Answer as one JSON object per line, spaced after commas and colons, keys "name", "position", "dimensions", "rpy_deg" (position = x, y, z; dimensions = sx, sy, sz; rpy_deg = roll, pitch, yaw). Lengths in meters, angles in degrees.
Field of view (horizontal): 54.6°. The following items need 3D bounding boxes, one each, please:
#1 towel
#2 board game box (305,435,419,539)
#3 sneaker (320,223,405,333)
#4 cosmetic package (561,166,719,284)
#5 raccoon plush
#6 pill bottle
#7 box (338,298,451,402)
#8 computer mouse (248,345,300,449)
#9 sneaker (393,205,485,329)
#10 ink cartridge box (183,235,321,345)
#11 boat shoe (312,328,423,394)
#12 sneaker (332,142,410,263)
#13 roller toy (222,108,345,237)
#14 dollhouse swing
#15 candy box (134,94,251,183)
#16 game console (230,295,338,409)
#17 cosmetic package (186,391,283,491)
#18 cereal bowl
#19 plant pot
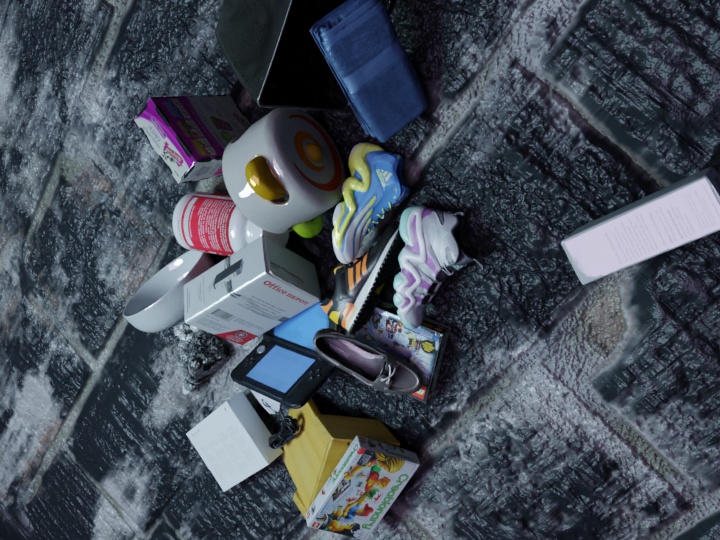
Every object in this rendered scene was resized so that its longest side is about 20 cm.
{"name": "towel", "position": [0.018, -0.298, 1.029], "dimensions": [0.112, 0.049, 0.200], "rpy_deg": [-36, 123, -4]}
{"name": "board game box", "position": [0.002, 0.394, 1.255], "dimensions": [0.126, 0.035, 0.200], "rpy_deg": [22, 111, -22]}
{"name": "sneaker", "position": [0.000, 0.000, 1.164], "dimensions": [0.090, 0.070, 0.200], "rpy_deg": [30, 99, 21]}
{"name": "cosmetic package", "position": [0.381, -0.058, 0.926], "dimensions": [0.200, 0.102, 0.074], "rpy_deg": [-29, 88, 34]}
{"name": "raccoon plush", "position": [-0.361, 0.163, 1.441], "dimensions": [0.200, 0.097, 0.134], "rpy_deg": [-44, 73, 33]}
{"name": "pill bottle", "position": [-0.234, -0.081, 1.273], "dimensions": [0.200, 0.112, 0.112], "rpy_deg": [9, 109, 28]}
{"name": "box", "position": [0.047, 0.128, 1.215], "dimensions": [0.200, 0.040, 0.137], "rpy_deg": [21, 115, 24]}
{"name": "computer mouse", "position": [-0.184, 0.244, 1.357], "dimensions": [0.200, 0.044, 0.110], "rpy_deg": [63, 144, 15]}
{"name": "sneaker", "position": [0.129, 0.001, 1.100], "dimensions": [0.140, 0.078, 0.200], "rpy_deg": [6, 102, 27]}
{"name": "ink cartridge box", "position": [-0.191, 0.039, 1.232], "dimensions": [0.200, 0.144, 0.084], "rpy_deg": [-29, 54, 25]}
{"name": "boat shoe", "position": [0.009, 0.155, 1.160], "dimensions": [0.200, 0.057, 0.067], "rpy_deg": [25, 92, 7]}
{"name": "sneaker", "position": [0.020, -0.105, 1.121], "dimensions": [0.105, 0.076, 0.200], "rpy_deg": [10, 93, 20]}
{"name": "roller toy", "position": [-0.120, -0.166, 1.136], "dimensions": [0.140, 0.200, 0.183], "rpy_deg": [-27, 57, 32]}
{"name": "dollhouse swing", "position": [-0.045, 0.346, 1.340], "dimensions": [0.181, 0.176, 0.200], "rpy_deg": [8, 115, -16]}
{"name": "candy box", "position": [-0.265, -0.229, 1.194], "dimensions": [0.061, 0.200, 0.136], "rpy_deg": [-40, 82, 32]}
{"name": "game console", "position": [-0.142, 0.130, 1.262], "dimensions": [0.200, 0.171, 0.118], "rpy_deg": [13, 138, 42]}
{"name": "cosmetic package", "position": [-0.265, 0.357, 1.448], "dimensions": [0.151, 0.052, 0.200], "rpy_deg": [54, 132, 4]}
{"name": "cereal bowl", "position": [-0.354, 0.049, 1.346], "dimensions": [0.200, 0.200, 0.083], "rpy_deg": [-22, 116, 33]}
{"name": "plant pot", "position": [-0.106, -0.377, 1.072], "dimensions": [0.177, 0.199, 0.200], "rpy_deg": [41, 122, 29]}
